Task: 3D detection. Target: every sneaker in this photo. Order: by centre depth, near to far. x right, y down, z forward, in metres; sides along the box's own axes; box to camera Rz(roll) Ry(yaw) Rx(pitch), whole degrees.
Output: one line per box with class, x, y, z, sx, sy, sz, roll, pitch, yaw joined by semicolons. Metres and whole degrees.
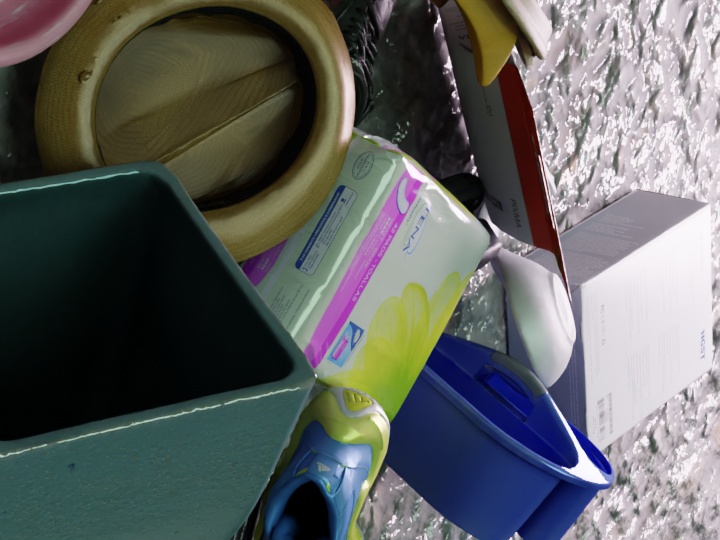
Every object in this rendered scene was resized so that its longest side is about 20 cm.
sneaker;-0.041;0.169;1.420;0.105;0.076;0.200;-56;164;-50
sneaker;-0.019;-0.139;1.443;0.200;0.098;0.071;-50;134;-35

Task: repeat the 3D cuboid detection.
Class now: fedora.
fedora;-0.104;-0.098;1.330;0.200;0.082;0.201;-3;98;-20

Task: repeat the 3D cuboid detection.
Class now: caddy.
caddy;0.092;0.113;1.590;0.141;0.200;0.105;13;113;-52

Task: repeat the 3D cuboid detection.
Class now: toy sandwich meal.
toy sandwich meal;0.048;-0.207;1.452;0.070;0.205;0.205;-36;138;5

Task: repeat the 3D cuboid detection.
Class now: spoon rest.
spoon rest;0.122;0.003;1.652;0.200;0.061;0.099;-90;158;-45

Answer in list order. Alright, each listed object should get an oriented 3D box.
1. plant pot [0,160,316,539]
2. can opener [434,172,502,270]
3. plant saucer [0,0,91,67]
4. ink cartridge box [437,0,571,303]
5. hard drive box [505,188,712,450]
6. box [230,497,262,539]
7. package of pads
plant pot;-0.170;0.086;1.215;0.196;0.196;0.200;-11;136;-31
can opener;0.018;-0.025;1.552;0.200;0.079;0.063;-16;138;-41
plant saucer;-0.213;-0.212;1.206;0.200;0.051;0.201;-19;115;-48
ink cartridge box;0.100;-0.090;1.561;0.200;0.057;0.163;-92;169;-56
hard drive box;0.208;0.041;1.813;0.200;0.077;0.156;-28;122;-45
box;-0.079;0.130;1.411;0.200;0.036;0.143;32;72;-87
package of pads;0.000;0.000;1.431;0.155;0.068;0.200;-61;154;-4
